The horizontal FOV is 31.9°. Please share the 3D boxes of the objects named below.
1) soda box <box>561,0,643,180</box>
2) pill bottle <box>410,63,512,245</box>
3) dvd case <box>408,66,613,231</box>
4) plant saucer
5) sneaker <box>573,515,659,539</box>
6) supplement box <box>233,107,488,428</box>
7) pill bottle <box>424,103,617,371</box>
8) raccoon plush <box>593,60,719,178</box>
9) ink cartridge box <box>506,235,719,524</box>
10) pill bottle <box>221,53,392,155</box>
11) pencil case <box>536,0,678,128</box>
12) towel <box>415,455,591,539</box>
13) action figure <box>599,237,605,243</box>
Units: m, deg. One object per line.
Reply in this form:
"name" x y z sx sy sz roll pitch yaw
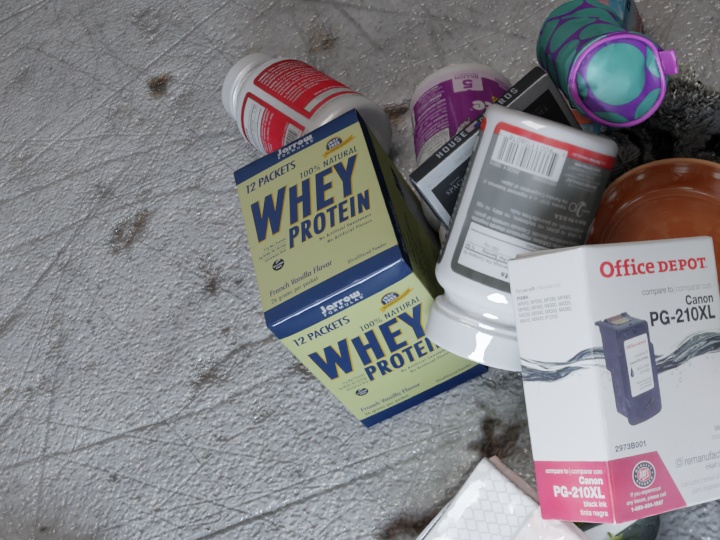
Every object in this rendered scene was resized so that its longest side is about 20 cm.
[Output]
"soda box" 0.237 -0.186 1.258 0.063 0.068 0.200 -5 57 28
"pill bottle" 0.112 -0.099 1.242 0.112 0.112 0.200 -19 51 18
"dvd case" 0.151 -0.063 1.134 0.150 0.200 0.025 -41 37 -1
"plant saucer" 0.282 0.000 1.071 0.200 0.032 0.201 1 68 -4
"sneaker" 0.142 0.223 1.019 0.200 0.074 0.085 -28 48 10
"supplement box" 0.000 0.000 1.177 0.134 0.200 0.200 -27 48 12
"pill bottle" 0.129 -0.027 1.042 0.114 0.114 0.201 26 103 40
"raccoon plush" 0.260 -0.152 1.159 0.134 0.200 0.097 52 128 44
"ink cartridge box" 0.201 0.078 0.950 0.084 0.144 0.201 -11 85 55
"pill bottle" -0.066 -0.169 1.396 0.112 0.112 0.200 -47 48 -7
"pencil case" 0.212 -0.188 1.113 0.092 0.085 0.200 -14 20 5
"towel" 0.108 0.274 0.963 0.191 0.032 0.200 42 102 22
"action figure" 0.244 0.033 1.097 0.118 0.055 0.201 -4 64 -9
